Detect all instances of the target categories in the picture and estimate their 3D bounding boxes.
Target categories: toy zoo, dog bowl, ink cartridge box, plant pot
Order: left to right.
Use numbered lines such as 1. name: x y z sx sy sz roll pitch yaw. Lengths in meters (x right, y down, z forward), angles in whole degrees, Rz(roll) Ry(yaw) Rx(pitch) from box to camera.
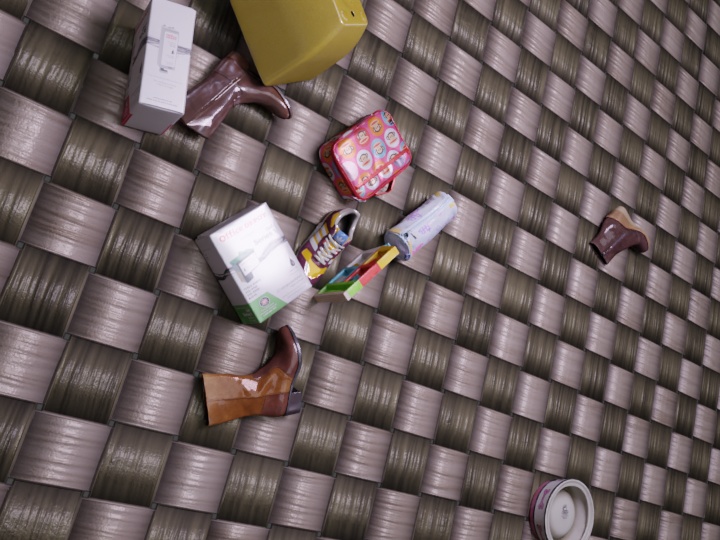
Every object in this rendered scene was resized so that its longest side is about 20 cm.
1. ink cartridge box: -0.371 -0.370 1.172 0.082 0.146 0.201 9 80 -31
2. ink cartridge box: -0.213 -0.015 1.283 0.146 0.084 0.201 -37 106 -30
3. plant pot: -0.105 -0.509 1.290 0.194 0.199 0.196 -36 107 -56
4. toy zoo: 0.000 0.000 1.394 0.200 0.131 0.021 -43 108 -28
5. dog bowl: 0.540 0.660 1.729 0.199 0.074 0.201 3 84 -32

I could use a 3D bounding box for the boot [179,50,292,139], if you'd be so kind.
1. boot: -0.259 -0.319 1.290 0.186 0.064 0.200 41 62 -10

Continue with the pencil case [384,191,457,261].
1. pencil case: 0.145 -0.109 1.524 0.083 0.091 0.200 38 57 19

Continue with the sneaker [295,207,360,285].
1. sneaker: -0.072 -0.055 1.375 0.075 0.090 0.201 37 67 -25

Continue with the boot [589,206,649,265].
1. boot: 0.800 -0.080 1.980 0.200 0.072 0.167 45 76 -24

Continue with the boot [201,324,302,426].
1. boot: -0.222 0.208 1.287 0.199 0.068 0.189 0 93 -26

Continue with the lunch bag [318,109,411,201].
1. lunch bag: 0.018 -0.250 1.462 0.200 0.082 0.177 -41 112 -27
